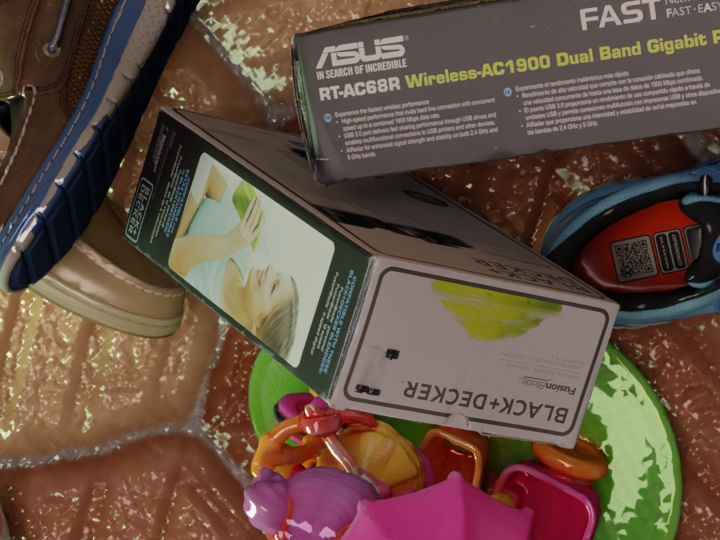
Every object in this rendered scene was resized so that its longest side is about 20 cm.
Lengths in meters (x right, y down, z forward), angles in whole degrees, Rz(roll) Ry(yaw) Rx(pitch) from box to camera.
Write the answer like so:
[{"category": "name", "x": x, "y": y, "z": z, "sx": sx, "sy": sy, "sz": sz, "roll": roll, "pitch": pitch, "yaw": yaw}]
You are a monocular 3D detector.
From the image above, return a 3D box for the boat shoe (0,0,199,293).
[{"category": "boat shoe", "x": -0.124, "y": -0.084, "z": 1.202, "sx": 0.072, "sy": 0.072, "sz": 0.201, "roll": 23, "pitch": 65, "yaw": 5}]

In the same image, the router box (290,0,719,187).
[{"category": "router box", "x": 0.088, "y": -0.084, "z": 1.135, "sx": 0.199, "sy": 0.150, "sz": 0.063, "roll": -8, "pitch": 96, "yaw": 16}]

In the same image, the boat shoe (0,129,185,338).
[{"category": "boat shoe", "x": -0.148, "y": -0.048, "z": 1.246, "sx": 0.200, "sy": 0.071, "sz": 0.065, "roll": 39, "pitch": 106, "yaw": 9}]

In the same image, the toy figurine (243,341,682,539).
[{"category": "toy figurine", "x": 0.016, "y": 0.094, "z": 1.157, "sx": 0.199, "sy": 0.184, "sz": 0.151, "roll": 24, "pitch": 106, "yaw": 13}]

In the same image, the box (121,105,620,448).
[{"category": "box", "x": 0.000, "y": 0.000, "z": 1.135, "sx": 0.116, "sy": 0.200, "sz": 0.060, "roll": 12, "pitch": 103, "yaw": -30}]

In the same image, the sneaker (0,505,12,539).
[{"category": "sneaker", "x": -0.171, "y": 0.152, "z": 1.277, "sx": 0.199, "sy": 0.078, "sz": 0.100, "roll": 28, "pitch": 100, "yaw": 9}]

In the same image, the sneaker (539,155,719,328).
[{"category": "sneaker", "x": 0.163, "y": -0.015, "z": 1.155, "sx": 0.199, "sy": 0.090, "sz": 0.079, "roll": -19, "pitch": 91, "yaw": 17}]
